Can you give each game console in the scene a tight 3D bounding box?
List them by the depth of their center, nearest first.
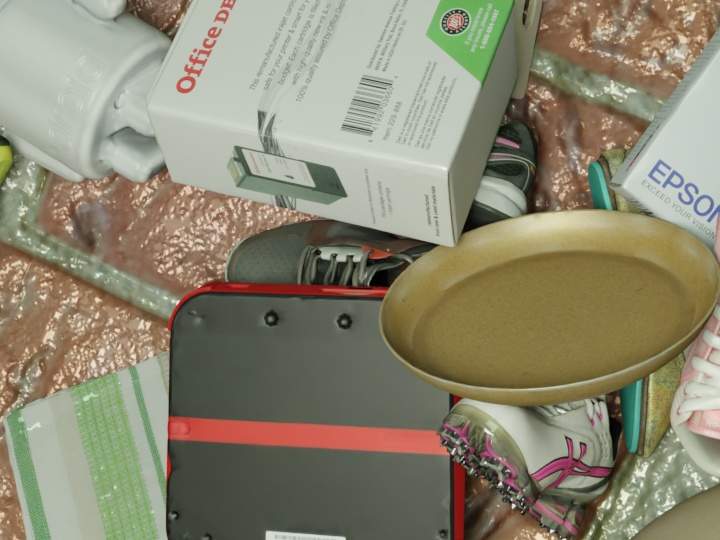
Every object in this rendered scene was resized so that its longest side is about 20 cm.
[{"bbox_3d":[-0.030,0.098,1.070,0.199,0.031,0.178,1,94,17],"label":"game console"}]

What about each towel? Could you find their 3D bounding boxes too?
[{"bbox_3d":[-0.140,0.133,1.149,0.199,0.031,0.150,-21,67,8],"label":"towel"}]

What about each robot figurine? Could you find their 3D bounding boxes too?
[{"bbox_3d":[-0.206,-0.141,1.162,0.199,0.113,0.170,31,126,15],"label":"robot figurine"}]

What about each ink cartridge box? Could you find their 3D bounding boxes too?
[{"bbox_3d":[0.290,-0.076,1.044,0.196,0.043,0.201,35,94,-7],"label":"ink cartridge box"},{"bbox_3d":[-0.015,-0.115,1.064,0.199,0.084,0.147,14,60,16],"label":"ink cartridge box"}]

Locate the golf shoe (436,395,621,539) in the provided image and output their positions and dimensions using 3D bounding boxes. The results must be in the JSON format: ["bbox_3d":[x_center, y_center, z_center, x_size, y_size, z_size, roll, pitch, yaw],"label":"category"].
[{"bbox_3d":[0.107,0.098,1.021,0.072,0.200,0.092,32,85,27],"label":"golf shoe"}]

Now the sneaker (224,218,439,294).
[{"bbox_3d":[0.000,0.000,1.115,0.198,0.082,0.078,3,84,13],"label":"sneaker"}]

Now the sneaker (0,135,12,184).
[{"bbox_3d":[-0.294,-0.004,1.192,0.090,0.078,0.201,38,104,14],"label":"sneaker"}]

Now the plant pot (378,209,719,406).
[{"bbox_3d":[0.110,0.023,0.979,0.199,0.200,0.028,-7,119,12],"label":"plant pot"}]

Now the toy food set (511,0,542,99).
[{"bbox_3d":[0.028,-0.207,1.152,0.199,0.060,0.145,13,98,15],"label":"toy food set"}]

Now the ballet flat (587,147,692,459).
[{"bbox_3d":[0.192,0.018,1.081,0.070,0.071,0.202,-9,82,12],"label":"ballet flat"}]

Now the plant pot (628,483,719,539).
[{"bbox_3d":[0.261,0.194,0.993,0.200,0.201,0.134,40,63,14],"label":"plant pot"}]

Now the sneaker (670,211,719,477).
[{"bbox_3d":[0.232,0.040,0.990,0.075,0.201,0.105,15,42,16],"label":"sneaker"}]

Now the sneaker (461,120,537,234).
[{"bbox_3d":[0.029,-0.081,1.133,0.199,0.080,0.087,19,66,15],"label":"sneaker"}]
